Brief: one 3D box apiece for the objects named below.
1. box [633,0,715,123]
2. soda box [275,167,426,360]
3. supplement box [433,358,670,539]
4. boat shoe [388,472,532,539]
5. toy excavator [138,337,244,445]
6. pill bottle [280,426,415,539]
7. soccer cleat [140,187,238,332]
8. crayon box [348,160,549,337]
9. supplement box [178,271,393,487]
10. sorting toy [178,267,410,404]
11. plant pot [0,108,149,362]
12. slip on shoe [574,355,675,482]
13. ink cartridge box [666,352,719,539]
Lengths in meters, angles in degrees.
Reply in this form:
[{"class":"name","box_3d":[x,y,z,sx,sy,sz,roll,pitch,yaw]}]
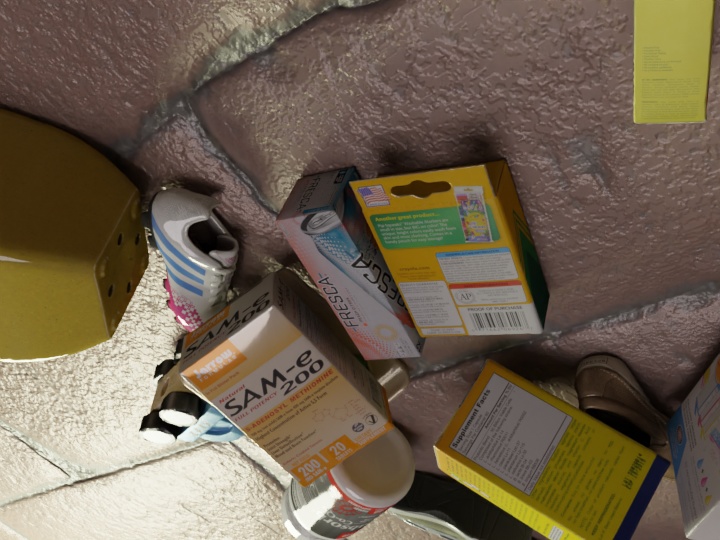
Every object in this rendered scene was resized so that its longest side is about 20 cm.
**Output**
[{"class":"box","box_3d":[0.197,-0.194,0.537,0.050,0.075,0.201,4,135,19]},{"class":"soda box","box_3d":[0.000,0.000,0.836,0.068,0.064,0.200,-8,131,30]},{"class":"supplement box","box_3d":[0.187,0.196,0.868,0.200,0.109,0.110,30,162,19]},{"class":"boat shoe","box_3d":[0.123,0.316,1.115,0.201,0.075,0.065,9,144,20]},{"class":"toy excavator","box_3d":[-0.144,0.161,1.062,0.199,0.100,0.194,24,140,-24]},{"class":"pill bottle","box_3d":[-0.023,0.273,1.095,0.116,0.116,0.200,29,139,-8]},{"class":"soccer cleat","box_3d":[-0.162,0.002,0.901,0.086,0.070,0.201,6,136,18]},{"class":"crayon box","box_3d":[0.086,-0.025,0.780,0.125,0.052,0.200,-4,133,27]},{"class":"supplement box","box_3d":[-0.074,0.117,0.897,0.126,0.074,0.200,-36,116,13]},{"class":"sorting toy","box_3d":[-0.073,0.119,0.958,0.185,0.037,0.200,-42,110,17]},{"class":"plant pot","box_3d":[-0.327,-0.024,0.864,0.199,0.195,0.196,12,138,3]},{"class":"slip on shoe","box_3d":[0.287,0.170,0.893,0.076,0.061,0.200,-19,125,37]},{"class":"ink cartridge box","box_3d":[0.375,0.144,0.762,0.125,0.129,0.200,8,137,-1]}]
